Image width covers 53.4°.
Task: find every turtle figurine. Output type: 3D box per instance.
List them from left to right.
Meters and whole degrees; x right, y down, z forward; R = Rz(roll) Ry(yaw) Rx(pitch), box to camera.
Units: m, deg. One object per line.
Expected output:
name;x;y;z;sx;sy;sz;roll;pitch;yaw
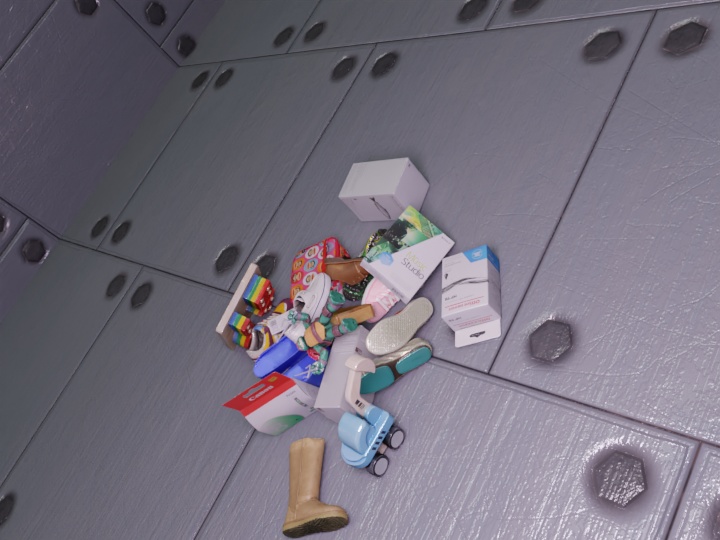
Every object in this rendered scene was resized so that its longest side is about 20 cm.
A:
turtle figurine;-0.099;0.139;1.584;0.199;0.150;0.101;-39;-2;30

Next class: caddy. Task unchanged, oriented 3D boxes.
caddy;-0.161;0.241;1.742;0.199;0.105;0.142;-36;64;11

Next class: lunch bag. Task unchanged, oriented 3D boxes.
lunch bag;-0.096;0.013;1.890;0.174;0.082;0.202;-22;43;21

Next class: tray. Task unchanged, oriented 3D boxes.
tray;-0.057;0.115;1.708;0.098;0.038;0.199;-19;3;-29

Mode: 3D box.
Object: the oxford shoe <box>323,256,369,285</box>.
oxford shoe;0.000;0.000;1.734;0.197;0.071;0.073;-4;88;35

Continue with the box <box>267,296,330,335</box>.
box;-0.147;0.108;1.806;0.198;0.039;0.042;-28;81;25

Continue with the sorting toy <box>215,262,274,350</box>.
sorting toy;-0.295;0.111;1.918;0.069;0.199;0.202;23;73;7

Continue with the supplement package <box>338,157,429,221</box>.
supplement package;0.062;-0.212;1.900;0.198;0.117;0.119;1;58;43

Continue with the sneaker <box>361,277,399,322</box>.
sneaker;0.083;0.040;1.705;0.104;0.075;0.202;11;62;51

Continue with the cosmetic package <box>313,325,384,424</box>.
cosmetic package;-0.020;0.239;1.611;0.089;0.107;0.203;-13;51;38

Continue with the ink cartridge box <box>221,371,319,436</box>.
ink cartridge box;-0.193;0.308;1.635;0.160;0.200;0.051;-33;59;15

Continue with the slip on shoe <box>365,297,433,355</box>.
slip on shoe;0.083;0.129;1.595;0.199;0.074;0.061;-35;-3;-36

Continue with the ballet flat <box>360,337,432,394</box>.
ballet flat;0.066;0.209;1.574;0.197;0.068;0.062;-24;28;-8

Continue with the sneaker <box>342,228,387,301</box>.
sneaker;0.021;-0.011;1.822;0.202;0.077;0.085;-58;4;-2

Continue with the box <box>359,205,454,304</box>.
box;0.111;-0.040;1.667;0.200;0.144;0.036;-49;-4;-30

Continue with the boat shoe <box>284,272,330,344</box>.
boat shoe;-0.130;0.081;1.700;0.072;0.065;0.202;-23;39;52

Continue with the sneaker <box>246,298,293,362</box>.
sneaker;-0.233;0.151;1.886;0.074;0.090;0.203;-5;55;38

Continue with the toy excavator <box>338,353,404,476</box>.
toy excavator;0.005;0.297;1.468;0.099;0.200;0.196;18;71;47

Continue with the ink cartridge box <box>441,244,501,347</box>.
ink cartridge box;0.241;0.055;1.559;0.114;0.067;0.202;-19;47;29

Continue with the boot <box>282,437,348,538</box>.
boot;-0.097;0.454;1.537;0.173;0.066;0.202;-21;45;28
